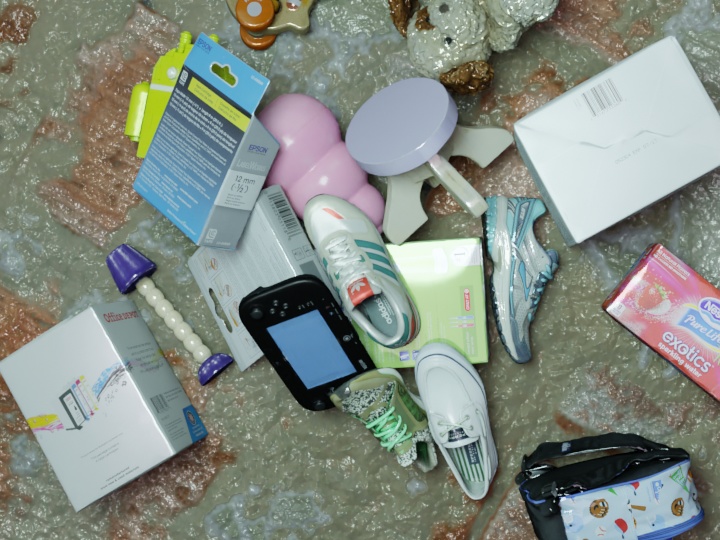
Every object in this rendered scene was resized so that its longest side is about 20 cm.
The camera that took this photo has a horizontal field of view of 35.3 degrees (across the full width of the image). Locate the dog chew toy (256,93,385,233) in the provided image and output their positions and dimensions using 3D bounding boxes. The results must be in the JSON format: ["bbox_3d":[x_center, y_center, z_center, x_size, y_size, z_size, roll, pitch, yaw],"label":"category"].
[{"bbox_3d":[-0.048,-0.113,1.346,0.124,0.125,0.200,-43,94,7],"label":"dog chew toy"}]

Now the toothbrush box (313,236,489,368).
[{"bbox_3d":[0.051,0.039,1.346,0.198,0.086,0.147,-5,91,8],"label":"toothbrush box"}]

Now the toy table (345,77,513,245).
[{"bbox_3d":[0.073,-0.131,1.279,0.183,0.200,0.117,-37,116,10],"label":"toy table"}]

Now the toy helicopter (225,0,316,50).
[{"bbox_3d":[-0.068,-0.355,1.376,0.198,0.079,0.134,-10,80,-2],"label":"toy helicopter"}]

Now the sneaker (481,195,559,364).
[{"bbox_3d":[0.194,0.008,1.331,0.085,0.078,0.202,-6,90,5],"label":"sneaker"}]

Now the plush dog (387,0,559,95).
[{"bbox_3d":[0.126,-0.291,1.295,0.171,0.160,0.200,-40,60,2],"label":"plush dog"}]

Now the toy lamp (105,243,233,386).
[{"bbox_3d":[-0.242,0.052,1.404,0.058,0.058,0.200,-40,85,7],"label":"toy lamp"}]

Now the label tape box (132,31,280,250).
[{"bbox_3d":[-0.164,-0.145,1.276,0.143,0.066,0.201,38,108,37],"label":"label tape box"}]

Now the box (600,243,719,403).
[{"bbox_3d":[0.383,0.067,1.293,0.200,0.095,0.100,39,95,6],"label":"box"}]

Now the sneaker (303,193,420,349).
[{"bbox_3d":[0.000,0.001,1.261,0.070,0.093,0.201,-31,89,9],"label":"sneaker"}]

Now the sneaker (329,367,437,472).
[{"bbox_3d":[0.040,0.176,1.288,0.077,0.200,0.089,-36,52,16],"label":"sneaker"}]

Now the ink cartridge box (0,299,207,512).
[{"bbox_3d":[-0.309,0.158,1.369,0.144,0.147,0.201,-30,86,8],"label":"ink cartridge box"}]

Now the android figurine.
[{"bbox_3d":[-0.211,-0.190,1.379,0.181,0.041,0.202,16,96,33],"label":"android figurine"}]

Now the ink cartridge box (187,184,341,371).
[{"bbox_3d":[-0.119,0.014,1.351,0.050,0.200,0.163,-22,80,-36],"label":"ink cartridge box"}]

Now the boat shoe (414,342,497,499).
[{"bbox_3d":[0.117,0.177,1.303,0.073,0.067,0.201,-18,118,18],"label":"boat shoe"}]

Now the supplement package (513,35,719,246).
[{"bbox_3d":[0.284,-0.135,1.253,0.190,0.200,0.148,-28,86,7],"label":"supplement package"}]

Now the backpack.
[{"bbox_3d":[0.287,0.267,1.270,0.189,0.200,0.155,-21,93,1],"label":"backpack"}]

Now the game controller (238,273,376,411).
[{"bbox_3d":[-0.054,0.083,1.259,0.103,0.042,0.201,-14,132,18],"label":"game controller"}]
